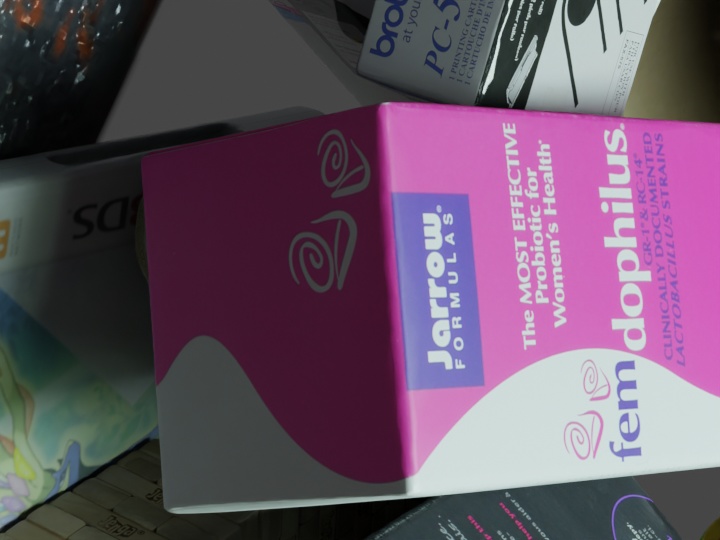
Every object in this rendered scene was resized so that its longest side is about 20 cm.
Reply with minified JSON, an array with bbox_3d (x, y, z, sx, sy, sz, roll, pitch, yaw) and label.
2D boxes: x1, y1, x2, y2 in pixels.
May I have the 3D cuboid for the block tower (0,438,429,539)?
[{"bbox_3d":[-0.040,0.081,0.710,0.200,0.058,0.054,-33,136,-47],"label":"block tower"}]

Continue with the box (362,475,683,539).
[{"bbox_3d":[0.040,0.141,0.707,0.106,0.122,0.200,-44,169,23],"label":"box"}]

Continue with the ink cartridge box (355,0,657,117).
[{"bbox_3d":[0.065,-0.142,0.621,0.094,0.044,0.201,3,106,-59],"label":"ink cartridge box"}]

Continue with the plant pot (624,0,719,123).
[{"bbox_3d":[0.196,-0.100,0.922,0.200,0.186,0.188,-51,149,-53],"label":"plant pot"}]

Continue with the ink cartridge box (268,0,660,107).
[{"bbox_3d":[0.033,-0.137,0.699,0.148,0.085,0.200,-63,148,-9],"label":"ink cartridge box"}]

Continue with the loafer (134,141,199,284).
[{"bbox_3d":[0.000,0.000,0.712,0.199,0.068,0.076,9,79,-44],"label":"loafer"}]

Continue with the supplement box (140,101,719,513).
[{"bbox_3d":[0.044,0.012,0.635,0.199,0.103,0.102,-1,85,-43],"label":"supplement box"}]

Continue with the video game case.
[{"bbox_3d":[-0.082,0.054,0.702,0.182,0.022,0.201,-16,123,-54],"label":"video game case"}]

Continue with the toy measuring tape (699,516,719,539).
[{"bbox_3d":[0.205,0.127,1.151,0.074,0.073,0.201,74,10,-47],"label":"toy measuring tape"}]
